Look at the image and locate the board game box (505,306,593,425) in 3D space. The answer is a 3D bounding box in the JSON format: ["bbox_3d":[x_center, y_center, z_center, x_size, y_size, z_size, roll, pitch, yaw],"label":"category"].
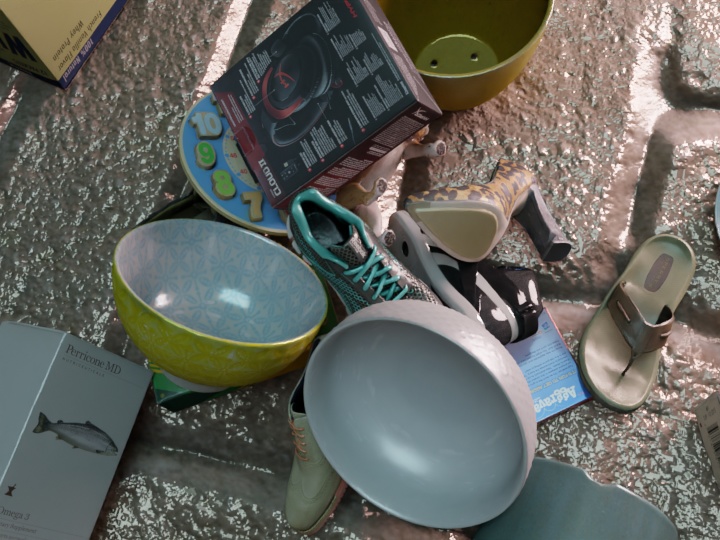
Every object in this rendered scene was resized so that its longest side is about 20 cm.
[{"bbox_3d":[0.119,0.124,0.795,0.199,0.019,0.103,-24,66,-2],"label":"board game box"}]

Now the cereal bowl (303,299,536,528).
[{"bbox_3d":[0.056,0.111,0.669,0.199,0.201,0.083,25,33,16],"label":"cereal bowl"}]

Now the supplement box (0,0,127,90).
[{"bbox_3d":[-0.394,-0.369,0.949,0.133,0.200,0.201,24,74,15],"label":"supplement box"}]

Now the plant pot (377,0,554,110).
[{"bbox_3d":[0.106,-0.258,0.874,0.198,0.142,0.202,-3,70,7],"label":"plant pot"}]

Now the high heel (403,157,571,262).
[{"bbox_3d":[0.108,-0.078,0.798,0.199,0.072,0.143,11,40,-31],"label":"high heel"}]

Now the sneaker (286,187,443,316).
[{"bbox_3d":[0.000,0.000,0.718,0.200,0.091,0.078,42,83,14],"label":"sneaker"}]

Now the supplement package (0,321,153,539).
[{"bbox_3d":[-0.309,0.165,0.765,0.117,0.117,0.201,4,68,39],"label":"supplement package"}]

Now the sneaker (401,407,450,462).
[{"bbox_3d":[0.036,0.098,0.768,0.087,0.074,0.200,-36,64,-4],"label":"sneaker"}]

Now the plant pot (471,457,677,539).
[{"bbox_3d":[0.158,0.276,0.652,0.199,0.201,0.197,23,65,15],"label":"plant pot"}]

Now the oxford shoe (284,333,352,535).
[{"bbox_3d":[-0.046,0.152,0.752,0.071,0.073,0.202,16,92,46],"label":"oxford shoe"}]

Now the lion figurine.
[{"bbox_3d":[0.018,-0.108,0.848,0.200,0.073,0.122,-53,32,-17],"label":"lion figurine"}]

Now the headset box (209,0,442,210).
[{"bbox_3d":[-0.044,-0.162,0.784,0.199,0.075,0.149,-34,76,21],"label":"headset box"}]

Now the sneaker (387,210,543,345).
[{"bbox_3d":[0.111,0.006,0.817,0.111,0.073,0.201,-11,46,-21],"label":"sneaker"}]

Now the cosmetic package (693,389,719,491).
[{"bbox_3d":[0.421,0.144,0.712,0.198,0.087,0.104,-13,67,2],"label":"cosmetic package"}]

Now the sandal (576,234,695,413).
[{"bbox_3d":[0.274,0.042,0.782,0.079,0.057,0.202,25,71,10],"label":"sandal"}]

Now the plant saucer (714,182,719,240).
[{"bbox_3d":[0.462,-0.047,0.811,0.198,0.027,0.202,-2,70,6],"label":"plant saucer"}]

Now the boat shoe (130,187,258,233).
[{"bbox_3d":[-0.157,-0.064,0.859,0.200,0.065,0.073,-39,56,-22],"label":"boat shoe"}]

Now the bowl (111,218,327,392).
[{"bbox_3d":[-0.140,0.048,0.743,0.199,0.200,0.108,31,118,17],"label":"bowl"}]

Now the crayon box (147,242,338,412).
[{"bbox_3d":[-0.127,0.054,0.837,0.198,0.051,0.128,-20,68,-1],"label":"crayon box"}]

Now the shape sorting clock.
[{"bbox_3d":[-0.098,-0.126,0.866,0.198,0.039,0.201,13,52,-17],"label":"shape sorting clock"}]
